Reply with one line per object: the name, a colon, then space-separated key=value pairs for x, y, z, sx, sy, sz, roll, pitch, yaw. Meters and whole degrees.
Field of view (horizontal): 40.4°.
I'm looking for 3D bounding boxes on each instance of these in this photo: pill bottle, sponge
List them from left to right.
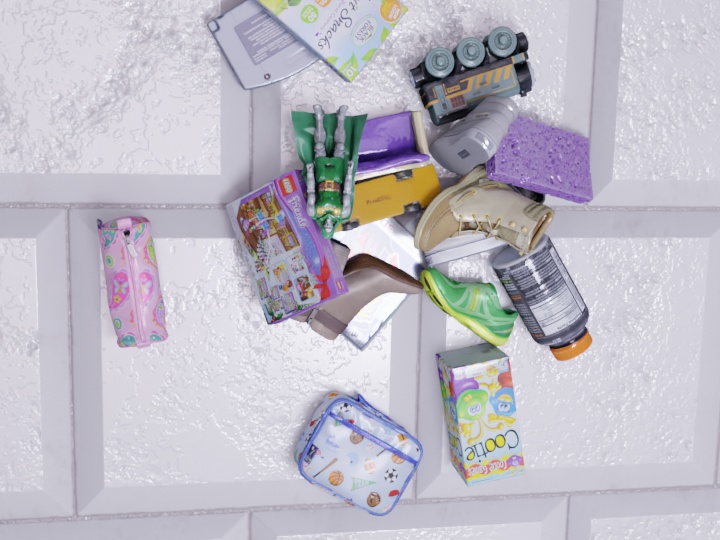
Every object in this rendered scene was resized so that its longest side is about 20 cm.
sponge: x=0.287 y=-0.181 z=1.561 sx=0.198 sy=0.030 sz=0.113 roll=12 pitch=70 yaw=-27
pill bottle: x=0.307 y=0.049 z=1.610 sx=0.106 sy=0.106 sz=0.201 roll=-32 pitch=103 yaw=-4

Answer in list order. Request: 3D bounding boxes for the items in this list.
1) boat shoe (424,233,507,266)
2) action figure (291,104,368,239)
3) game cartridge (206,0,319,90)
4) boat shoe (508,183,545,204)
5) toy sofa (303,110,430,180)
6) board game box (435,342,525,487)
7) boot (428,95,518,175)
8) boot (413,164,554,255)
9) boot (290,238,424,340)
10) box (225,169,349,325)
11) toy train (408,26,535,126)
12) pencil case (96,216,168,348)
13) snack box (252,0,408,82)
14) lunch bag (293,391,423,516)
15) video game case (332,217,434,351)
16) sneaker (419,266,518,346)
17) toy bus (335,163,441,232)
boat shoe: x=0.193 y=-0.063 z=1.588 sx=0.198 sy=0.074 sz=0.066 roll=-16 pitch=87 yaw=-18
action figure: x=-0.046 y=-0.144 z=1.446 sx=0.116 sy=0.055 sz=0.203 roll=0 pitch=77 yaw=0
game cartridge: x=-0.118 y=-0.369 z=1.501 sx=0.199 sy=0.041 sz=0.134 roll=-31 pitch=100 yaw=-4
boat shoe: x=0.242 y=-0.188 z=1.580 sx=0.072 sy=0.063 sz=0.201 roll=-33 pitch=102 yaw=-1
toy sofa: x=0.005 y=-0.190 z=1.520 sx=0.197 sy=0.098 sz=0.084 roll=-13 pitch=102 yaw=-7
board game box: x=0.197 y=0.236 z=1.621 sx=0.102 sy=0.105 sz=0.203 roll=-11 pitch=100 yaw=-8
boot: x=0.179 y=-0.210 z=1.505 sx=0.073 sy=0.200 sz=0.096 roll=43 pitch=77 yaw=-14
boot: x=0.191 y=-0.068 z=1.513 sx=0.200 sy=0.155 sz=0.073 roll=-38 pitch=150 yaw=-32
boot: x=-0.016 y=0.044 z=1.553 sx=0.198 sy=0.070 sz=0.147 roll=25 pitch=100 yaw=-12
box: x=-0.113 y=-0.034 z=1.493 sx=0.136 sy=0.039 sz=0.202 roll=-23 pitch=83 yaw=26
toy train: x=0.177 y=-0.305 z=1.533 sx=0.198 sy=0.085 sz=0.115 roll=-19 pitch=94 yaw=-4
pencil case: x=-0.348 y=0.016 z=1.497 sx=0.086 sy=0.087 sz=0.203 roll=-7 pitch=101 yaw=-9
snack box: x=-0.049 y=-0.402 z=1.463 sx=0.199 sy=0.053 sz=0.143 roll=39 pitch=92 yaw=-15
lunch bag: x=-0.005 y=0.297 z=1.611 sx=0.199 sy=0.076 sz=0.161 roll=32 pitch=90 yaw=-15
video game case: x=0.000 y=0.000 z=1.588 sx=0.182 sy=0.023 sz=0.200 roll=41 pitch=91 yaw=-14
sneaker: x=0.177 y=0.045 z=1.606 sx=0.199 sy=0.074 sz=0.084 roll=35 pitch=90 yaw=-25
toy bus: x=0.029 y=-0.112 z=1.526 sx=0.198 sy=0.078 sz=0.066 roll=-17 pitch=95 yaw=-19
